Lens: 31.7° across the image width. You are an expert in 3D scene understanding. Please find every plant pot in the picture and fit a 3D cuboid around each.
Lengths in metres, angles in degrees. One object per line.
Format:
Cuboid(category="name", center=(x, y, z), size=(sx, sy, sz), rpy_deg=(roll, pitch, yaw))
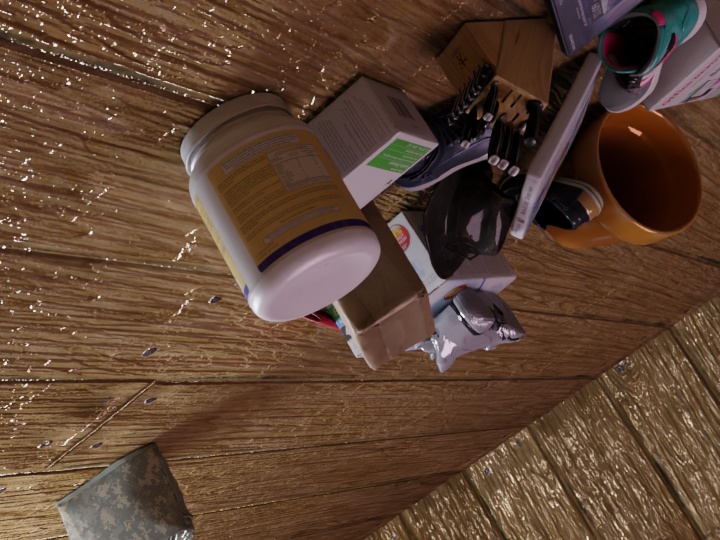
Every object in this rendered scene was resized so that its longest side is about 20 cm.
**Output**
Cuboid(category="plant pot", center=(0.362, -0.118, 1.851), size=(0.200, 0.200, 0.183), rpy_deg=(-16, 172, -35))

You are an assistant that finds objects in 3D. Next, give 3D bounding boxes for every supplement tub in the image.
Cuboid(category="supplement tub", center=(-0.086, -0.065, 1.288), size=(0.145, 0.200, 0.145), rpy_deg=(-26, 160, -10))

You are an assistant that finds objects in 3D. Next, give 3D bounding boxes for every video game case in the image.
Cuboid(category="video game case", center=(0.255, -0.160, 1.658), size=(0.200, 0.024, 0.182), rpy_deg=(-61, 170, -20))
Cuboid(category="video game case", center=(0.297, -0.335, 1.411), size=(0.200, 0.019, 0.143), rpy_deg=(-37, 155, 3))

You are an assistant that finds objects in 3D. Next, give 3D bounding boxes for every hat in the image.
Cuboid(category="hat", center=(0.158, -0.071, 1.653), size=(0.201, 0.081, 0.201), rpy_deg=(-43, 143, -45))

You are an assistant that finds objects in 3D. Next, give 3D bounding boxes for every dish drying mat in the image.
Cuboid(category="dish drying mat", center=(-0.050, 0.073, 1.882), size=(0.018, 0.077, 0.200), rpy_deg=(-69, 157, -2))

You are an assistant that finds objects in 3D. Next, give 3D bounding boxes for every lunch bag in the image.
Cuboid(category="lunch bag", center=(-0.369, 0.401, 2.063), size=(0.200, 0.164, 0.118), rpy_deg=(-35, 155, 13))

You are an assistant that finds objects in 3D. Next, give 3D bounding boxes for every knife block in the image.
Cuboid(category="knife block", center=(0.173, -0.190, 1.394), size=(0.200, 0.176, 0.064), rpy_deg=(-13, 154, -42))

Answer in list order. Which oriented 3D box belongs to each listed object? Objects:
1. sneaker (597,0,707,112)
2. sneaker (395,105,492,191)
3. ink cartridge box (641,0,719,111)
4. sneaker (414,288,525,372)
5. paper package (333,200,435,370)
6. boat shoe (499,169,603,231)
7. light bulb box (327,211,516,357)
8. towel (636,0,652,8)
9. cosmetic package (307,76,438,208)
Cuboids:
Cuboid(category="sneaker", center=(0.329, -0.257, 1.551), size=(0.121, 0.084, 0.200), rpy_deg=(-23, 157, -38))
Cuboid(category="sneaker", center=(0.106, -0.168, 1.499), size=(0.202, 0.077, 0.146), rpy_deg=(-34, 163, 13))
Cuboid(category="ink cartridge box", center=(0.460, -0.294, 1.671), size=(0.200, 0.084, 0.145), rpy_deg=(-16, 161, -40))
Cuboid(category="sneaker", center=(0.156, 0.089, 1.833), size=(0.115, 0.075, 0.200), rpy_deg=(-38, 154, 19))
Cuboid(category="paper package", center=(0.000, 0.000, 1.569), size=(0.103, 0.200, 0.191), rpy_deg=(-30, 160, -4))
Cuboid(category="boat shoe", center=(0.255, -0.095, 1.781), size=(0.062, 0.075, 0.200), rpy_deg=(-45, -151, -17))
Cuboid(category="light bulb box", center=(0.083, 0.018, 1.846), size=(0.198, 0.125, 0.200), rpy_deg=(-42, 158, 30))
Cuboid(category="towel", center=(0.349, -0.329, 1.553), size=(0.200, 0.018, 0.086), rpy_deg=(-14, 160, -40))
Cuboid(category="cosmetic package", center=(-0.027, -0.118, 1.420), size=(0.200, 0.085, 0.108), rpy_deg=(-40, 161, 22))
